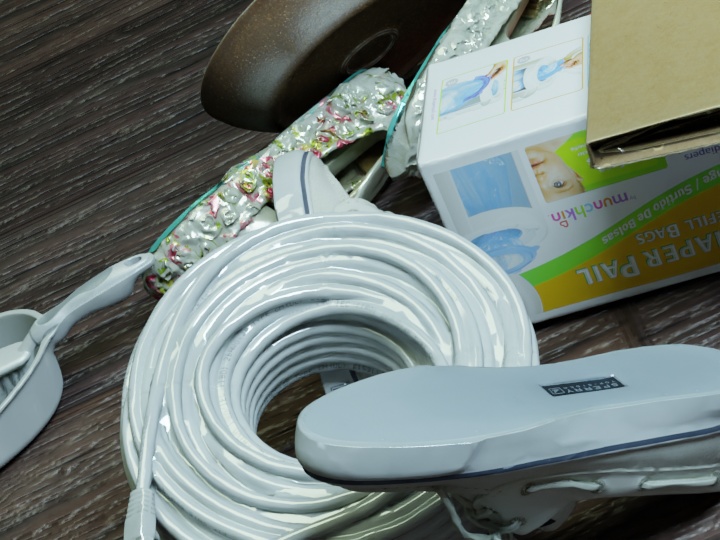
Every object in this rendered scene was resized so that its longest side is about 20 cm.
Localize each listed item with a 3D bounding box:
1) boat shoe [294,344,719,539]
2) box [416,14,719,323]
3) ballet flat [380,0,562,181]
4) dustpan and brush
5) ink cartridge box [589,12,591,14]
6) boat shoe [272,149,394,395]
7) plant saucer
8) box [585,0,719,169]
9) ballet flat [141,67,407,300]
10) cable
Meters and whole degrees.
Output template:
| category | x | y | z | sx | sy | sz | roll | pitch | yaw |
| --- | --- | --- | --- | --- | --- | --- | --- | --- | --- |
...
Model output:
| category | x | y | z | sx | sy | sz | roll | pitch | yaw |
| --- | --- | --- | --- | --- | --- | --- | --- | --- | --- |
| boat shoe | 0.069 | 0.087 | 0.907 | 0.200 | 0.087 | 0.075 | -7 | 23 | -20 |
| box | 0.141 | -0.063 | 1.077 | 0.198 | 0.113 | 0.102 | -17 | 31 | 17 |
| ballet flat | 0.077 | -0.126 | 1.243 | 0.071 | 0.072 | 0.201 | -2 | 45 | 37 |
| dustpan and brush | -0.196 | 0.053 | 1.226 | 0.199 | 0.058 | 0.140 | -26 | 30 | 4 |
| ink cartridge box | 0.153 | -0.134 | 1.244 | 0.198 | 0.048 | 0.161 | -16 | 31 | 16 |
| boat shoe | 0.000 | 0.000 | 1.137 | 0.069 | 0.071 | 0.201 | -18 | 38 | 1 |
| plant saucer | -0.003 | -0.141 | 1.273 | 0.200 | 0.037 | 0.201 | -34 | -15 | -10 |
| box | 0.186 | -0.126 | 1.008 | 0.162 | 0.021 | 0.201 | -14 | 33 | 17 |
| ballet flat | -0.038 | -0.043 | 1.245 | 0.200 | 0.076 | 0.064 | -42 | 64 | -14 |
| cable | -0.013 | 0.065 | 0.999 | 0.198 | 0.070 | 0.201 | -10 | 51 | 2 |
